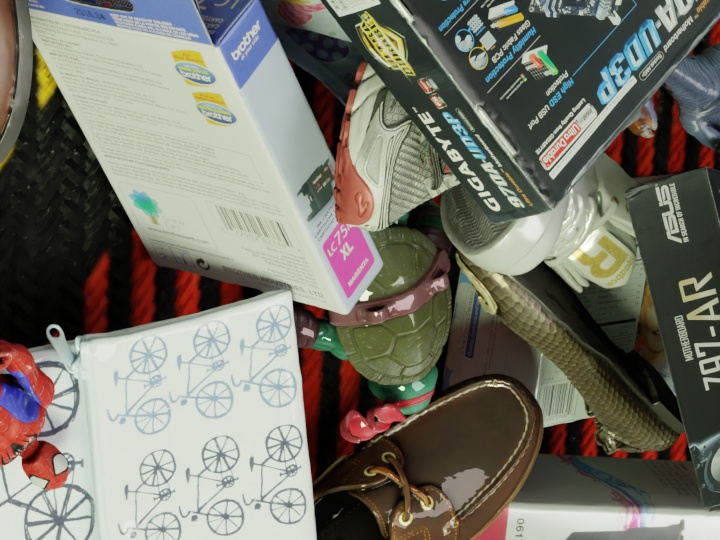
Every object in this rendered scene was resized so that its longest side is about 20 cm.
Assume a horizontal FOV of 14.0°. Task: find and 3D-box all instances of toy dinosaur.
[{"bbox_3d":[0.202,-0.080,1.629,0.181,0.200,0.106,17,73,-13],"label":"toy dinosaur"}]

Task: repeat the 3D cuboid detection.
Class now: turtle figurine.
[{"bbox_3d":[0.000,0.000,1.419,0.149,0.100,0.201,-33,124,-35],"label":"turtle figurine"}]

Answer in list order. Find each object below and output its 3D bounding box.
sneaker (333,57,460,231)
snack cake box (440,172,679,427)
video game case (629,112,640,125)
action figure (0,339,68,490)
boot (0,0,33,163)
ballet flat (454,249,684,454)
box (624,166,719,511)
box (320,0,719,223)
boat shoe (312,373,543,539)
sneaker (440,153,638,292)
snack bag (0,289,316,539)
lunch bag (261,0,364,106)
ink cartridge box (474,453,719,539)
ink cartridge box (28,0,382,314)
[{"bbox_3d":[0.056,-0.077,1.282,0.200,0.082,0.078,-42,149,-41],"label":"sneaker"},{"bbox_3d":[0.139,0.012,1.601,0.199,0.067,0.116,-7,110,-47],"label":"snack cake box"},{"bbox_3d":[0.126,-0.170,1.443,0.182,0.023,0.201,-32,124,-80],"label":"video game case"},{"bbox_3d":[-0.173,0.045,1.208,0.065,0.052,0.200,-44,146,-1],"label":"action figure"},{"bbox_3d":[-0.237,-0.060,1.156,0.199,0.068,0.189,7,114,-44],"label":"boot"},{"bbox_3d":[0.101,0.040,1.484,0.046,0.068,0.200,-35,135,15],"label":"ballet flat"},{"bbox_3d":[0.192,0.034,1.471,0.200,0.043,0.161,2,73,-73],"label":"box"},{"bbox_3d":[0.080,-0.145,1.241,0.159,0.046,0.200,51,62,-18],"label":"box"},{"bbox_3d":[0.009,0.124,1.447,0.200,0.070,0.070,-42,166,-2],"label":"boat shoe"},{"bbox_3d":[0.098,-0.030,1.404,0.074,0.200,0.116,-41,109,17],"label":"sneaker"},{"bbox_3d":[-0.117,0.111,1.322,0.199,0.021,0.189,-11,116,-16],"label":"snack bag"},{"bbox_3d":[0.008,-0.193,1.307,0.170,0.127,0.200,-51,132,-21],"label":"lunch bag"},{"bbox_3d":[0.112,0.178,1.555,0.199,0.086,0.148,3,105,-11],"label":"ink cartridge box"},{"bbox_3d":[-0.074,-0.069,1.279,0.042,0.119,0.200,-55,139,-26],"label":"ink cartridge box"}]
